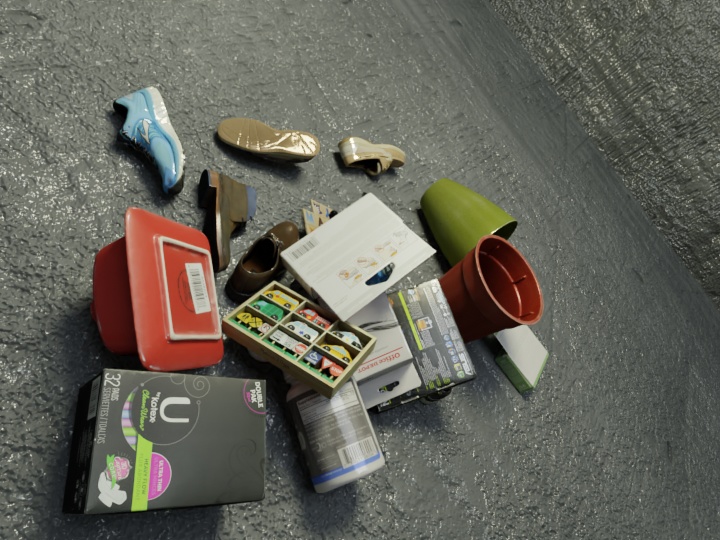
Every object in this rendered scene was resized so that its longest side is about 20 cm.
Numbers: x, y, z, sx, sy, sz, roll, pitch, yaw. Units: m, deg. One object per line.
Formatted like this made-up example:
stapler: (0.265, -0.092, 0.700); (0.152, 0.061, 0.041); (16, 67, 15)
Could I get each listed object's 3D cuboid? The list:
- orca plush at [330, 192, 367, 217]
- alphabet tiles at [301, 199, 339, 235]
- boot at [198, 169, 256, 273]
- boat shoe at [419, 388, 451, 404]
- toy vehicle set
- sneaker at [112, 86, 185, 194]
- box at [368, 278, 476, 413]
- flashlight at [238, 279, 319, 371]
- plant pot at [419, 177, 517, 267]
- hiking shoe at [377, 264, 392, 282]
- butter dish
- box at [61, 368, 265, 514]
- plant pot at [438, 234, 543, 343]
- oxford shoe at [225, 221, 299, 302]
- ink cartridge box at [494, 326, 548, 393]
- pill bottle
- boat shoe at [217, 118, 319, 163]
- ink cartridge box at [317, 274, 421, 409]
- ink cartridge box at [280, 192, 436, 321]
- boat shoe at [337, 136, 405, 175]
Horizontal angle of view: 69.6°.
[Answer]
orca plush: (-0.023, -0.117, 1.049); (0.071, 0.106, 0.200); (26, 36, 0)
alphabet tiles: (-0.048, -0.040, 1.016); (0.166, 0.006, 0.201); (21, 49, -53)
boot: (-0.215, -0.083, 0.882); (0.096, 0.075, 0.201); (7, 57, -35)
boat shoe: (0.103, 0.163, 1.010); (0.202, 0.061, 0.072); (55, 42, 2)
toy vehicle set: (-0.091, 0.097, 0.778); (0.199, 0.027, 0.124); (27, 39, 17)
sneaker: (-0.353, -0.208, 0.862); (0.090, 0.078, 0.201); (-19, 73, -27)
box: (0.088, 0.136, 0.957); (0.192, 0.048, 0.201); (-18, 72, -8)
flashlight: (-0.126, 0.076, 0.865); (0.068, 0.068, 0.200); (15, 41, 13)
plant pot: (0.241, -0.122, 1.258); (0.187, 0.187, 0.200); (-18, 61, -46)
hiking shoe: (0.000, 0.000, 0.997); (0.074, 0.087, 0.200); (29, -6, 26)
butter dish: (-0.288, 0.041, 0.691); (0.199, 0.147, 0.201); (27, 51, -75)
box: (-0.229, 0.208, 0.628); (0.199, 0.124, 0.149); (14, 63, -36)
plant pot: (0.246, 0.060, 1.105); (0.200, 0.195, 0.202); (22, 50, -29)
oxford shoe: (-0.151, -0.032, 0.894); (0.072, 0.085, 0.200); (32, 41, -4)
ink cartridge box: (0.363, 0.170, 1.246); (0.200, 0.048, 0.145); (52, 42, -1)
pill bottle: (-0.048, 0.221, 0.798); (0.113, 0.114, 0.201); (-5, 66, -43)
boat shoe: (-0.183, -0.248, 1.029); (0.199, 0.065, 0.072); (4, 68, -18)
ink cartridge box: (0.017, 0.123, 0.895); (0.115, 0.068, 0.201); (-23, 72, -2)
ink cartridge box: (-0.004, -0.020, 0.860); (0.200, 0.044, 0.174); (-36, 61, -17)
boat shoe: (0.031, -0.259, 1.228); (0.199, 0.074, 0.070); (1, 74, -40)
